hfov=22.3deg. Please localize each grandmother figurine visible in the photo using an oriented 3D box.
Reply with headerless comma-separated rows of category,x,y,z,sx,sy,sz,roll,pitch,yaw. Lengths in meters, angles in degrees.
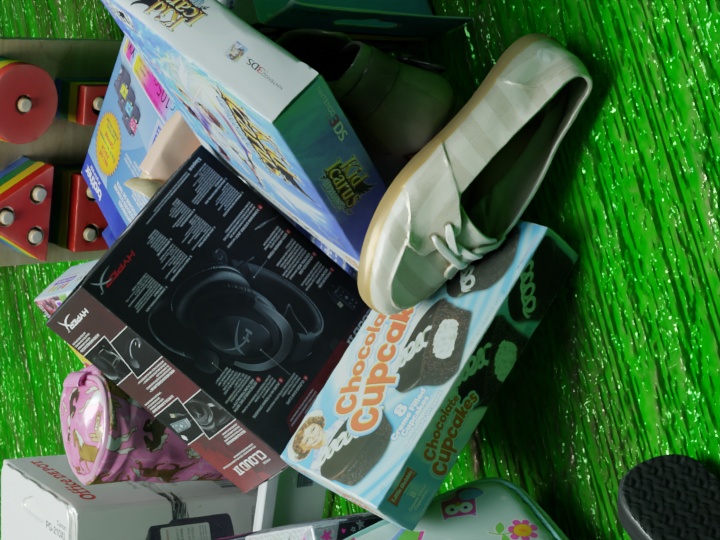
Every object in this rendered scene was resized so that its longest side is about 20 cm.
grandmother figurine,-0.101,-0.137,1.383,0.061,0.121,0.200,28,90,21

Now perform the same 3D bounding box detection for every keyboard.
keyboard,-0.048,0.150,1.346,0.011,0.056,0.200,38,127,49

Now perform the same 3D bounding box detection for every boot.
boot,-0.003,-0.104,1.188,0.200,0.146,0.070,1,63,52

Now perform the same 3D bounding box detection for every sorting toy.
sorting toy,-0.276,-0.099,1.590,0.070,0.199,0.200,18,106,43

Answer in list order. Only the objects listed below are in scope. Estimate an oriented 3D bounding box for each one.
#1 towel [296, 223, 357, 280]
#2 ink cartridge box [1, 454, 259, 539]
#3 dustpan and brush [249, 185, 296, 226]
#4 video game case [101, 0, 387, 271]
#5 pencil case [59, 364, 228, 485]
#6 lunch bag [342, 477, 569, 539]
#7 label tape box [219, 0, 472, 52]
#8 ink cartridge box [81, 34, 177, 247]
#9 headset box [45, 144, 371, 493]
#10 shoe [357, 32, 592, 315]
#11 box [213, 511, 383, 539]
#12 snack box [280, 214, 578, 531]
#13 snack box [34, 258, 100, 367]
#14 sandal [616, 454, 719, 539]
towel,0.000,0.000,1.311,0.200,0.024,0.145,34,120,52
ink cartridge box,-0.160,0.194,1.404,0.145,0.200,0.085,16,105,57
dustpan and brush,-0.080,-0.034,1.349,0.140,0.057,0.200,152,120,-76
video game case,-0.066,-0.098,1.158,0.045,0.200,0.181,-47,57,-9
pencil case,-0.119,0.109,1.337,0.083,0.200,0.087,-59,44,41
lunch bag,0.078,0.223,1.076,0.200,0.160,0.077,53,159,41
label tape box,-0.038,-0.183,1.252,0.200,0.143,0.066,-12,81,57
ink cartridge box,-0.163,-0.093,1.520,0.137,0.076,0.200,57,137,40
headset box,-0.085,0.039,1.238,0.200,0.149,0.077,41,145,-9
shoe,0.069,-0.053,1.107,0.200,0.070,0.053,-55,46,7
box,-0.023,0.227,1.252,0.200,0.132,0.115,-23,74,56
snack box,0.041,0.055,1.142,0.116,0.037,0.200,18,73,56
snack box,-0.172,0.054,1.493,0.142,0.053,0.200,53,150,-16
sandal,0.202,0.181,0.969,0.201,0.075,0.048,-117,14,-45
